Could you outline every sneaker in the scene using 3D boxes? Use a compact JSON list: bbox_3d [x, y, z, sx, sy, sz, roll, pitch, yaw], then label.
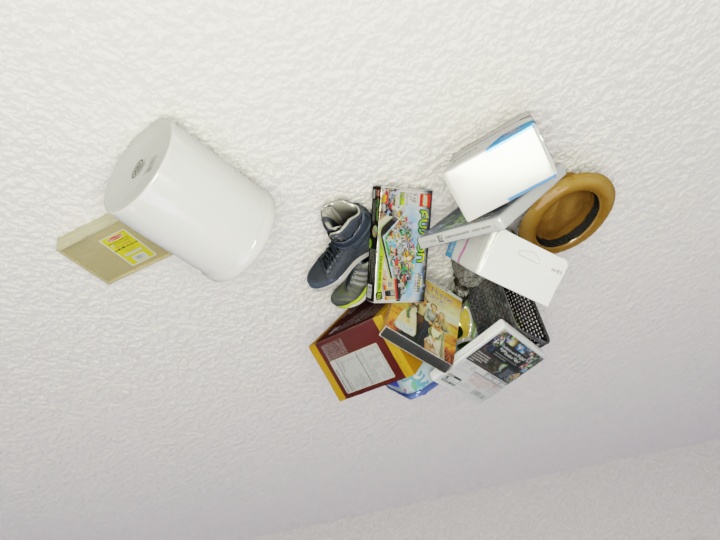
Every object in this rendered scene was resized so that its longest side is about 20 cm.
[{"bbox_3d":[-0.053,-0.047,1.044,0.201,0.078,0.145,-38,148,17],"label":"sneaker"},{"bbox_3d":[0.000,0.000,1.150,0.080,0.075,0.200,29,120,-33],"label":"sneaker"}]

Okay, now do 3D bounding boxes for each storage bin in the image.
[{"bbox_3d":[0.309,0.080,1.217,0.134,0.203,0.093,23,131,-38],"label":"storage bin"}]

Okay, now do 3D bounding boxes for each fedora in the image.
[{"bbox_3d":[0.381,-0.121,1.076,0.196,0.083,0.203,-8,138,-7],"label":"fedora"}]

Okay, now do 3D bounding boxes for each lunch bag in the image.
[{"bbox_3d":[0.124,0.205,1.230,0.159,0.084,0.200,-30,-175,-16],"label":"lunch bag"}]

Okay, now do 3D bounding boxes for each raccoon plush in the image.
[{"bbox_3d":[0.258,-0.010,1.173,0.131,0.098,0.202,-7,138,-12],"label":"raccoon plush"}]

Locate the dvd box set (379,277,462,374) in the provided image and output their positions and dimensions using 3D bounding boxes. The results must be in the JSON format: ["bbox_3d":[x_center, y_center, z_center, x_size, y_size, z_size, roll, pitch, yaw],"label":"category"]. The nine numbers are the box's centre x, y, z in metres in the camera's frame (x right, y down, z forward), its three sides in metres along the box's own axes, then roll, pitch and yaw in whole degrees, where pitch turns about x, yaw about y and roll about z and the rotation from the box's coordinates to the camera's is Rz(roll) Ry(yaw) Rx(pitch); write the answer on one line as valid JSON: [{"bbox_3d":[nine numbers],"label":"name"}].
[{"bbox_3d":[0.121,0.087,1.071,0.145,0.201,0.030,31,126,-5],"label":"dvd box set"}]

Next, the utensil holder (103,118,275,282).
[{"bbox_3d":[-0.257,-0.103,0.856,0.168,0.172,0.199,-30,137,24],"label":"utensil holder"}]

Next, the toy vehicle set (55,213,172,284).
[{"bbox_3d":[-0.413,-0.050,0.996,0.197,0.027,0.125,-22,142,13],"label":"toy vehicle set"}]

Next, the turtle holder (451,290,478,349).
[{"bbox_3d":[0.227,0.113,1.296,0.138,0.134,0.187,-10,144,-1],"label":"turtle holder"}]

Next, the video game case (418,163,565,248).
[{"bbox_3d":[0.214,-0.105,0.926,0.199,0.024,0.180,-38,-166,-33],"label":"video game case"}]

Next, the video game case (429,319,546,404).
[{"bbox_3d":[0.260,0.190,1.134,0.181,0.024,0.199,-40,135,18],"label":"video game case"}]

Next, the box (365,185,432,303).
[{"bbox_3d":[0.070,-0.046,1.011,0.108,0.205,0.035,0,-172,-26],"label":"box"}]

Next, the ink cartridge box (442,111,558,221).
[{"bbox_3d":[0.215,-0.166,0.868,0.143,0.200,0.085,-27,102,22],"label":"ink cartridge box"}]

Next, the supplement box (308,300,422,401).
[{"bbox_3d":[0.037,0.140,1.175,0.198,0.197,0.134,-26,98,33],"label":"supplement box"}]

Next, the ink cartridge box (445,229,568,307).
[{"bbox_3d":[0.247,-0.021,0.985,0.142,0.200,0.086,23,96,-9],"label":"ink cartridge box"}]
